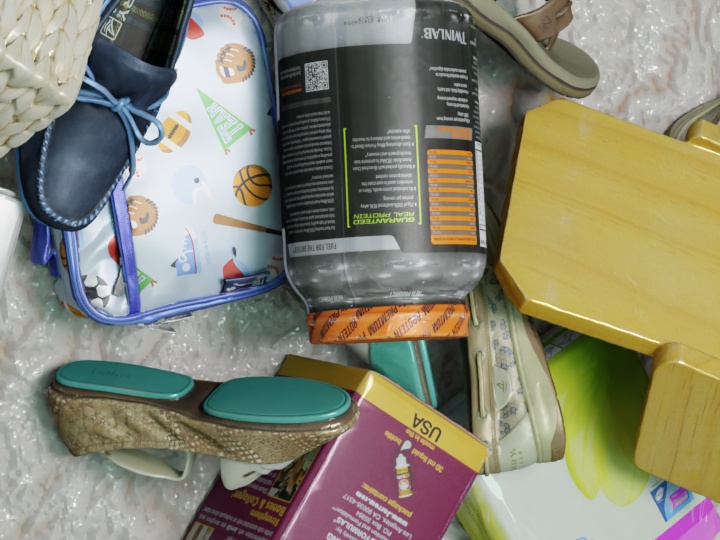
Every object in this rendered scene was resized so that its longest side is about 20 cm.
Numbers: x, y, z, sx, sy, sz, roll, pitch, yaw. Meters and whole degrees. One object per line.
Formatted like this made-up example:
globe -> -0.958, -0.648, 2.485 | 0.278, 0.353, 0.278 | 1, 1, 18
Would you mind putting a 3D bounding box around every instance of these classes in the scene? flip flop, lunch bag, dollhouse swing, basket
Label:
flip flop -> 0.099, -0.170, 1.488 | 0.058, 0.081, 0.200 | -49, 137, 7
lunch bag -> -0.126, -0.062, 1.422 | 0.160, 0.076, 0.200 | -11, 97, -23
dollhouse swing -> 0.174, 0.015, 1.527 | 0.176, 0.182, 0.200 | 9, 53, 4
basket -> -0.217, -0.167, 1.299 | 0.123, 0.136, 0.200 | 34, 48, -29

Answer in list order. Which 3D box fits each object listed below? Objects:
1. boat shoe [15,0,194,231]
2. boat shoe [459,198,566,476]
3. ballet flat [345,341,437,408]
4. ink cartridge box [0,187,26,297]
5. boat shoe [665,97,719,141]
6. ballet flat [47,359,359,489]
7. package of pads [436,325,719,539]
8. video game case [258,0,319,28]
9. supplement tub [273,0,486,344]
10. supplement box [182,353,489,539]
boat shoe -> -0.143, -0.119, 1.332 | 0.084, 0.069, 0.200 | 16, 87, -33
boat shoe -> 0.075, 0.033, 1.494 | 0.063, 0.073, 0.200 | -16, 64, -4
ballet flat -> 0.000, 0.000, 1.498 | 0.070, 0.067, 0.200 | -10, 97, -4
ink cartridge box -> -0.293, 0.032, 1.339 | 0.145, 0.084, 0.200 | 18, 85, -27
boat shoe -> 0.301, -0.117, 1.628 | 0.200, 0.065, 0.072 | -32, 106, -21
ballet flat -> -0.092, 0.096, 1.406 | 0.071, 0.200, 0.065 | -40, 131, -58
package of pads -> 0.142, 0.147, 1.566 | 0.154, 0.068, 0.200 | -33, 104, -21
video game case -> 0.001, -0.255, 1.486 | 0.200, 0.045, 0.181 | -36, 107, -20
supplement tub -> 0.012, -0.057, 1.399 | 0.122, 0.123, 0.200 | 0, 86, -26
supplement box -> -0.030, 0.164, 1.450 | 0.103, 0.131, 0.200 | 34, 79, -23
